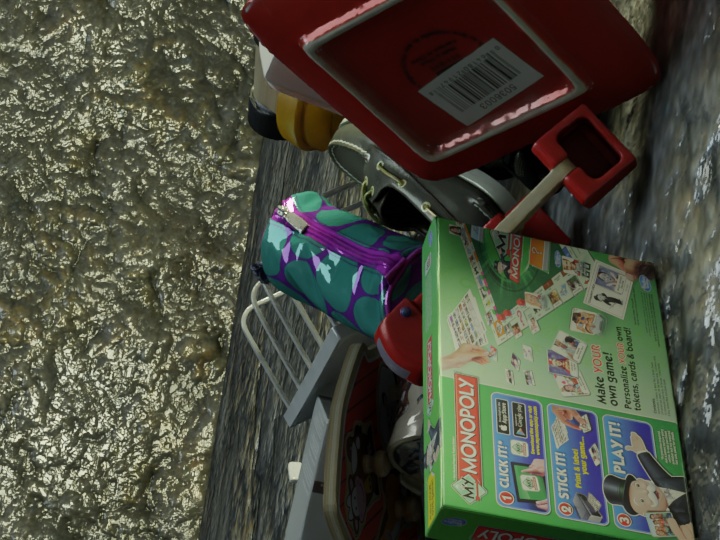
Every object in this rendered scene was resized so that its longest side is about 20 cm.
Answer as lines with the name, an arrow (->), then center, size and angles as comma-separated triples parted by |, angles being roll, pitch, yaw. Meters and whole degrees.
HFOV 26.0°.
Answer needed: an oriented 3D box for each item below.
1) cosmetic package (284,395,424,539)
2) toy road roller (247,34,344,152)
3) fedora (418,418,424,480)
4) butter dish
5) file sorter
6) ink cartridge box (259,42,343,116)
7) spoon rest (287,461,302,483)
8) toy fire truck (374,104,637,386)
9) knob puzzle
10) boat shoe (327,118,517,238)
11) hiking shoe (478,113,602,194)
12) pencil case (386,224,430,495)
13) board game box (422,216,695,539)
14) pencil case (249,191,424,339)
cosmetic package -> -0.006, 0.219, 1.343 | 0.090, 0.106, 0.201 | -130, 50, -77
toy road roller -> 0.005, -0.172, 1.327 | 0.200, 0.146, 0.123 | -35, -32, -36
fedora -> 0.090, 0.095, 0.961 | 0.201, 0.091, 0.202 | -168, 90, -80
butter dish -> 0.062, -0.179, 0.983 | 0.199, 0.199, 0.148 | -23, 42, 36
file sorter -> -0.014, 0.024, 1.376 | 0.125, 0.138, 0.200 | 58, 154, 17
ink cartridge box -> 0.031, -0.208, 1.097 | 0.201, 0.146, 0.083 | -61, 22, 29
spoon rest -> -0.049, 0.304, 1.675 | 0.099, 0.060, 0.201 | -103, 12, -70
toy fire truck -> 0.087, -0.009, 1.001 | 0.200, 0.049, 0.141 | -43, -12, 0
knob puzzle -> 0.018, 0.153, 1.190 | 0.220, 0.030, 0.221 | -4, -90, -71
boat shoe -> 0.036, -0.061, 1.190 | 0.060, 0.072, 0.201 | -45, 46, -15
hiking shoe -> 0.114, -0.096, 1.091 | 0.200, 0.075, 0.101 | 125, 158, -65
pencil case -> 0.063, 0.066, 1.190 | 0.089, 0.077, 0.201 | 133, 149, -52
board game box -> 0.100, 0.062, 0.825 | 0.029, 0.134, 0.201 | 111, 167, -44
pencil case -> 0.000, 0.000, 1.168 | 0.085, 0.092, 0.200 | -50, 34, -12
